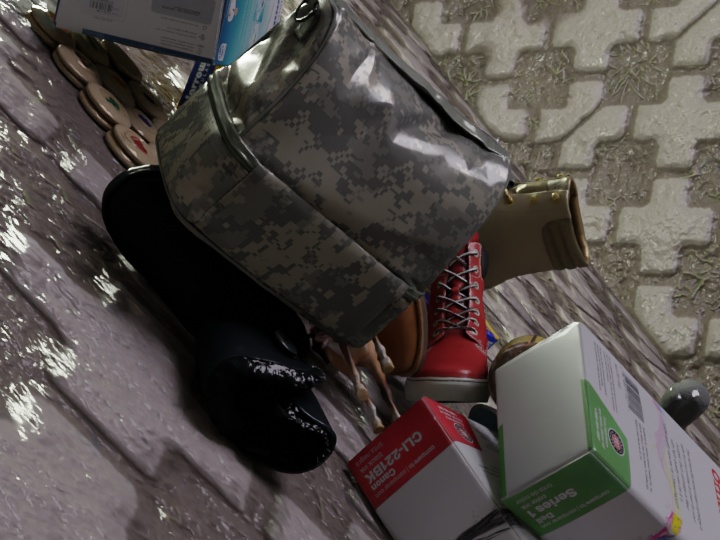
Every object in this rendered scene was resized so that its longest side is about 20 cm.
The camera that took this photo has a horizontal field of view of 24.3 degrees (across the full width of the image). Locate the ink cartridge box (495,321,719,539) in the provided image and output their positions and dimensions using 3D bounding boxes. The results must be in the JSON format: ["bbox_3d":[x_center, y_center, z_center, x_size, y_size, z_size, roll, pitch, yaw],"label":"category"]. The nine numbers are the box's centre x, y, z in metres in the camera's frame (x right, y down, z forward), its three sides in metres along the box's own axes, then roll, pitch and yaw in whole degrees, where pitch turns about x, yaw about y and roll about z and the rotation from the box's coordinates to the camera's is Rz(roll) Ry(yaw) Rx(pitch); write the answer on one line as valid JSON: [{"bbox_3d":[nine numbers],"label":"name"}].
[{"bbox_3d":[0.192,0.160,1.234,0.200,0.084,0.145,44,27,-26],"label":"ink cartridge box"}]

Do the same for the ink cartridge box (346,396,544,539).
[{"bbox_3d":[0.098,0.206,1.229,0.200,0.084,0.144,54,12,31],"label":"ink cartridge box"}]

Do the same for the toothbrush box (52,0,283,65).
[{"bbox_3d":[-0.161,-0.233,1.458,0.146,0.086,0.200,14,9,8],"label":"toothbrush box"}]

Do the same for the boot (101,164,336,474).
[{"bbox_3d":[-0.093,0.030,1.112,0.200,0.076,0.168,51,6,-22],"label":"boot"}]

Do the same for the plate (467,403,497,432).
[{"bbox_3d":[0.148,0.194,1.355,0.200,0.026,0.200,57,-16,27],"label":"plate"}]

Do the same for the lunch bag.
[{"bbox_3d":[-0.013,-0.070,1.121,0.200,0.168,0.139,40,17,-27],"label":"lunch bag"}]

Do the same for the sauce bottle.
[{"bbox_3d":[0.142,0.086,1.393,0.066,0.066,0.200,50,7,6],"label":"sauce bottle"}]

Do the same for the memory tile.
[{"bbox_3d":[-0.199,-0.140,1.422,0.200,0.017,0.153,54,13,26],"label":"memory tile"}]

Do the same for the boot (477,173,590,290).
[{"bbox_3d":[0.116,-0.075,1.522,0.200,0.155,0.073,69,24,-19],"label":"boot"}]

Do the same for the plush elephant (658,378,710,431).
[{"bbox_3d":[0.227,0.151,1.655,0.164,0.201,0.155,9,21,-15],"label":"plush elephant"}]

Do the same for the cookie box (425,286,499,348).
[{"bbox_3d":[0.031,0.010,1.627,0.171,0.075,0.200,55,13,25],"label":"cookie box"}]

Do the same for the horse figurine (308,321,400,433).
[{"bbox_3d":[-0.012,0.052,1.280,0.133,0.050,0.200,61,-4,27],"label":"horse figurine"}]

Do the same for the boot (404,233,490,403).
[{"bbox_3d":[0.079,0.038,1.431,0.072,0.145,0.200,5,6,3],"label":"boot"}]

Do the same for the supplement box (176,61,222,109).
[{"bbox_3d":[-0.054,-0.161,1.589,0.200,0.109,0.109,21,-2,27],"label":"supplement box"}]

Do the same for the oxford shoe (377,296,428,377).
[{"bbox_3d":[0.000,0.000,1.337,0.071,0.071,0.201,3,-65,49],"label":"oxford shoe"}]
